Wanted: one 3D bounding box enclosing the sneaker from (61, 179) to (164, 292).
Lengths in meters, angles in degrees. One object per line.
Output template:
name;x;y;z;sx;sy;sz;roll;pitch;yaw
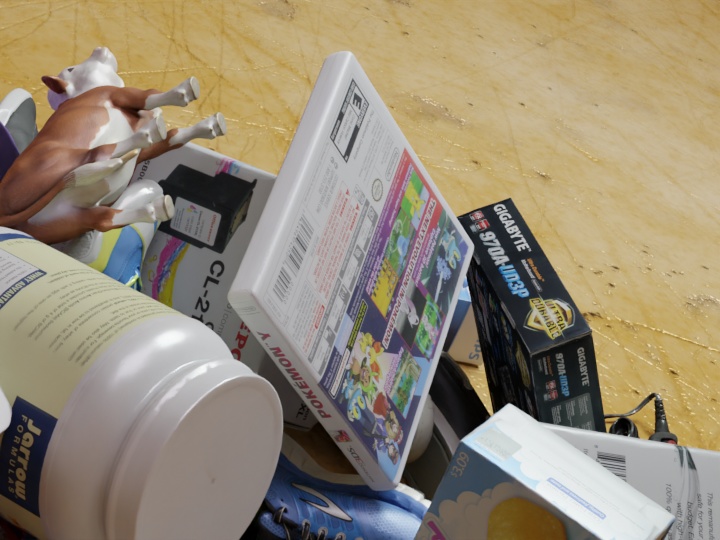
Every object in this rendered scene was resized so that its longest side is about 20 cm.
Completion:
sneaker;-0.162;0.045;1.283;0.105;0.201;0.076;38;-12;-8

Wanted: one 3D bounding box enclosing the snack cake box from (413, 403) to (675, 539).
snack cake box;0.077;0.191;1.148;0.115;0.201;0.067;33;29;18

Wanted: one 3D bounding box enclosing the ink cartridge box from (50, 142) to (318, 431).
ink cartridge box;-0.099;-0.002;1.335;0.199;0.147;0.083;21;-1;35

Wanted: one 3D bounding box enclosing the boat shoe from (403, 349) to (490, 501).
boat shoe;0.044;0.089;1.445;0.060;0.076;0.201;3;46;-33

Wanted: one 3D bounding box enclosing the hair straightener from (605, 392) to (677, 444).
hair straightener;0.201;0.138;1.506;0.076;0.041;0.200;23;28;-2

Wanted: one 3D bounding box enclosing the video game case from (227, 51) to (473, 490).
video game case;0.000;0.000;1.254;0.023;0.183;0.201;-8;44;31

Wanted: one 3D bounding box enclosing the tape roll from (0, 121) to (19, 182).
tape roll;-0.312;-0.048;1.264;0.199;0.201;0.085;-2;38;-40

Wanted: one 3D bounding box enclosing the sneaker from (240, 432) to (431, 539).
sneaker;-0.028;0.165;1.263;0.199;0.079;0.089;22;34;15

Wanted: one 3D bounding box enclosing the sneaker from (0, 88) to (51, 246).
sneaker;-0.234;-0.055;1.483;0.099;0.071;0.201;20;34;-10

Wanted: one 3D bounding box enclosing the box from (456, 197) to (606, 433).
box;0.121;0.076;1.396;0.046;0.201;0.159;-18;37;-6

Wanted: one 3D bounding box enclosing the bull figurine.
bull figurine;-0.156;-0.077;1.257;0.120;0.065;0.200;-11;30;19

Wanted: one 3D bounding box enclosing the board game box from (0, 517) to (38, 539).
board game box;-0.239;0.187;1.078;0.134;0.045;0.200;23;28;-1

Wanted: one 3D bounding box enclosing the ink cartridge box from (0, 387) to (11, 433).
ink cartridge box;-0.297;0.093;1.031;0.085;0.199;0.145;64;27;-11

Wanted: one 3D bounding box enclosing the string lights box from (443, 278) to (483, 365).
string lights box;0.003;0.004;1.568;0.199;0.059;0.103;12;30;-21

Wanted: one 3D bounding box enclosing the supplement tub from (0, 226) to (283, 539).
supplement tub;-0.156;0.074;1.128;0.199;0.146;0.145;25;25;29

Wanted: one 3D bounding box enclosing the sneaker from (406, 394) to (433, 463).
sneaker;-0.044;0.067;1.399;0.111;0.077;0.200;4;29;-43

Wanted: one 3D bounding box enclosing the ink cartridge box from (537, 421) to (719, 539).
ink cartridge box;0.169;0.185;1.288;0.199;0.083;0.148;11;68;-23
